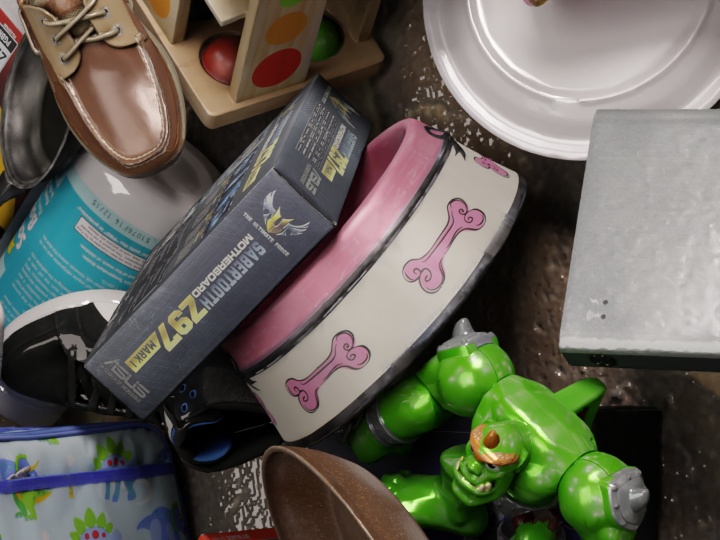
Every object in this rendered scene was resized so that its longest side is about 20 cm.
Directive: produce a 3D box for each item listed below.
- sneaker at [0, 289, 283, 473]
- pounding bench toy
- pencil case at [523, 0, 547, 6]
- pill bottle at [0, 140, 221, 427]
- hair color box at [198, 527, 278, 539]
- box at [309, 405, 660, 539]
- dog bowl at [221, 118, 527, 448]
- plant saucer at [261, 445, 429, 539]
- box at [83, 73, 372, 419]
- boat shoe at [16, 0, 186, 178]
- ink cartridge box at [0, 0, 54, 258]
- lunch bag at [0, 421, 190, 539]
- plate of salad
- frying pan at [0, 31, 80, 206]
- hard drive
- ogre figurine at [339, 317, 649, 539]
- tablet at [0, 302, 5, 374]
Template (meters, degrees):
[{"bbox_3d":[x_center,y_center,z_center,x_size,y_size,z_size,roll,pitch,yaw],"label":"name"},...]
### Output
[{"bbox_3d":[-0.129,0.070,1.353,0.198,0.112,0.074,-1,121,3],"label":"sneaker"},{"bbox_3d":[-0.025,-0.194,1.340,0.125,0.199,0.157,57,152,26],"label":"pounding bench toy"},{"bbox_3d":[0.168,-0.190,1.176,0.198,0.086,0.084,-6,96,19],"label":"pencil case"},{"bbox_3d":[-0.175,0.006,1.446,0.111,0.110,0.201,49,115,28],"label":"pill bottle"},{"bbox_3d":[-0.093,0.254,1.380,0.061,0.101,0.201,42,112,30],"label":"hair color box"},{"bbox_3d":[0.067,0.145,1.278,0.199,0.079,0.143,-1,85,37],"label":"box"},{"bbox_3d":[0.000,0.000,1.255,0.074,0.201,0.200,41,119,-11],"label":"dog bowl"},{"bbox_3d":[0.014,0.174,1.194,0.201,0.036,0.201,52,159,29],"label":"plant saucer"},{"bbox_3d":[-0.070,-0.018,1.265,0.051,0.200,0.158,41,108,-9],"label":"box"},{"bbox_3d":[-0.165,-0.144,1.311,0.075,0.072,0.201,-30,72,4],"label":"boat shoe"},{"bbox_3d":[-0.256,-0.102,1.529,0.200,0.084,0.176,47,115,28],"label":"ink cartridge box"},{"bbox_3d":[-0.192,0.174,1.396,0.082,0.199,0.162,-18,78,35],"label":"lunch bag"},{"bbox_3d":[0.131,-0.158,1.252,0.198,0.048,0.202,-4,79,18],"label":"plate of salad"},{"bbox_3d":[-0.204,-0.070,1.401,0.115,0.031,0.192,30,107,57],"label":"frying pan"},{"bbox_3d":[0.208,-0.015,1.144,0.198,0.033,0.141,1,65,22],"label":"hard drive"},{"bbox_3d":[0.076,0.110,1.172,0.201,0.097,0.121,59,138,41],"label":"ogre figurine"},{"bbox_3d":[-0.256,0.045,1.435,0.201,0.014,0.131,104,146,-48],"label":"tablet"}]
